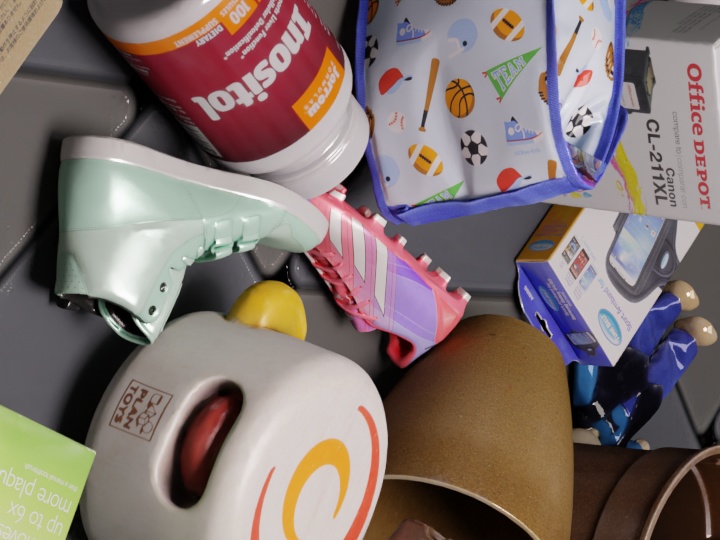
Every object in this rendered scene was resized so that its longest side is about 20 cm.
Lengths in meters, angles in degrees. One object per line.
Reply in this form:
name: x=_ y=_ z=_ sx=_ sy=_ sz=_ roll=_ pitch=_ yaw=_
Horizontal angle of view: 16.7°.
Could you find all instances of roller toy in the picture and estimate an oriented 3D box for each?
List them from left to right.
roller toy: x=-0.084 y=0.122 z=1.557 sx=0.182 sy=0.140 sz=0.200 roll=-32 pitch=132 yaw=-47

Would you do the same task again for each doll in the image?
doll: x=0.216 y=0.093 z=2.014 sx=0.200 sy=0.048 sz=0.137 roll=-49 pitch=122 yaw=-32

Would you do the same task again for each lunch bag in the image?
lunch bag: x=0.090 y=-0.135 z=1.676 sx=0.124 sy=0.170 sz=0.200 roll=25 pitch=61 yaw=-49

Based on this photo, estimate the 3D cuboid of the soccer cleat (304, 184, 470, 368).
soccer cleat: x=0.000 y=0.000 z=1.708 sx=0.077 sy=0.067 sz=0.200 roll=-51 pitch=134 yaw=1

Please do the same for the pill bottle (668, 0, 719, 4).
pill bottle: x=0.305 y=-0.269 z=2.002 sx=0.111 sy=0.111 sz=0.200 roll=-9 pitch=104 yaw=-51

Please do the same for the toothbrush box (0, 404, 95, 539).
toothbrush box: x=-0.255 y=0.167 z=1.392 sx=0.146 sy=0.086 sz=0.200 roll=35 pitch=71 yaw=-49

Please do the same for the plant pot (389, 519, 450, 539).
plant pot: x=0.036 y=0.282 z=1.592 sx=0.198 sy=0.200 sz=0.200 roll=-56 pitch=138 yaw=-9

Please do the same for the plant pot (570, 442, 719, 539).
plant pot: x=0.178 y=0.216 z=1.868 sx=0.200 sy=0.198 sz=0.201 roll=-14 pitch=108 yaw=-51

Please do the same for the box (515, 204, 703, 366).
box: x=0.199 y=-0.018 z=1.962 sx=0.119 sy=0.041 sz=0.200 roll=55 pitch=53 yaw=-30

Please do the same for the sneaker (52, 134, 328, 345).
sneaker: x=-0.111 y=-0.007 z=1.539 sx=0.200 sy=0.074 sz=0.118 roll=14 pitch=80 yaw=-38

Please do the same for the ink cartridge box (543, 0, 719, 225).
ink cartridge box: x=0.206 y=-0.123 z=1.831 sx=0.083 sy=0.200 sz=0.146 roll=-33 pitch=122 yaw=-44

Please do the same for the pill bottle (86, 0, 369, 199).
pill bottle: x=-0.076 y=-0.134 z=1.537 sx=0.200 sy=0.113 sz=0.113 roll=50 pitch=59 yaw=-45

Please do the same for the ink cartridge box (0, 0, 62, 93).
ink cartridge box: x=-0.272 y=-0.130 z=1.316 sx=0.200 sy=0.075 sz=0.165 roll=-59 pitch=136 yaw=-26

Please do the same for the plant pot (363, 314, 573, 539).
plant pot: x=0.080 y=0.135 z=1.763 sx=0.187 sy=0.186 sz=0.200 roll=64 pitch=36 yaw=-37
